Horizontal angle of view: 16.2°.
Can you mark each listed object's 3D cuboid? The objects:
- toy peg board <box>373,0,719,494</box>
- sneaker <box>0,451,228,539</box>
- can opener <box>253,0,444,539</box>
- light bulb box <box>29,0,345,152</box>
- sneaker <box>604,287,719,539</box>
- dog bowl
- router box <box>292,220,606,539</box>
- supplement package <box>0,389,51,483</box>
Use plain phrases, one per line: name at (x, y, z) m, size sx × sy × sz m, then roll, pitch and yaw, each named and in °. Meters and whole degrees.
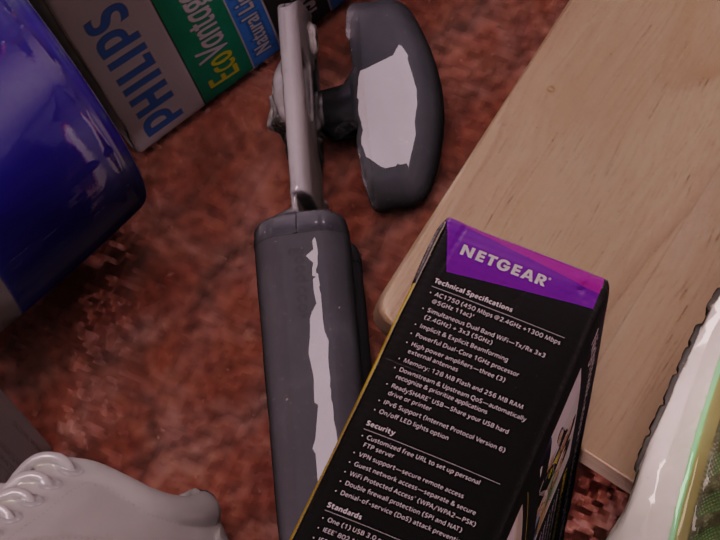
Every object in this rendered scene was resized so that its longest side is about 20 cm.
toy peg board at (0.135, -0.006, 0.819) m, size 0.199 × 0.098 × 0.200 m, roll 32°, pitch 78°, yaw 3°
sneaker at (-0.100, 0.093, 0.756) m, size 0.073 × 0.200 × 0.071 m, roll -28°, pitch 71°, yaw 19°
can opener at (0.000, 0.000, 0.847) m, size 0.066 × 0.053 × 0.201 m, roll -8°, pitch 70°, yaw 7°
light bulb box at (-0.052, -0.176, 0.844) m, size 0.200 × 0.198 × 0.125 m, roll -37°, pitch 67°, yaw -4°
sneaker at (0.117, 0.074, 0.707) m, size 0.088 × 0.077 × 0.201 m, roll 24°, pitch 82°, yaw 13°
dog bowl at (-0.161, -0.073, 0.822) m, size 0.079 × 0.200 × 0.200 m, roll -40°, pitch 68°, yaw -9°
router box at (0.013, 0.103, 0.706) m, size 0.051 × 0.200 × 0.150 m, roll 21°, pitch 61°, yaw 11°
supplement package at (-0.181, 0.130, 0.798) m, size 0.113 × 0.110 × 0.201 m, roll 6°, pitch 70°, yaw 12°
